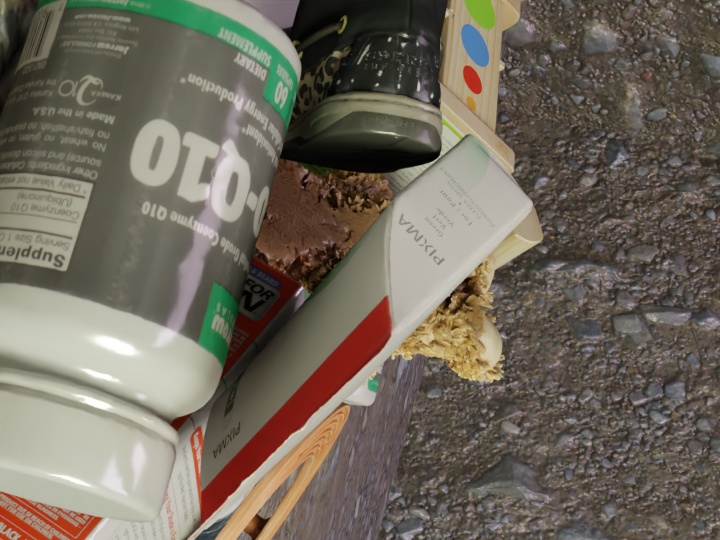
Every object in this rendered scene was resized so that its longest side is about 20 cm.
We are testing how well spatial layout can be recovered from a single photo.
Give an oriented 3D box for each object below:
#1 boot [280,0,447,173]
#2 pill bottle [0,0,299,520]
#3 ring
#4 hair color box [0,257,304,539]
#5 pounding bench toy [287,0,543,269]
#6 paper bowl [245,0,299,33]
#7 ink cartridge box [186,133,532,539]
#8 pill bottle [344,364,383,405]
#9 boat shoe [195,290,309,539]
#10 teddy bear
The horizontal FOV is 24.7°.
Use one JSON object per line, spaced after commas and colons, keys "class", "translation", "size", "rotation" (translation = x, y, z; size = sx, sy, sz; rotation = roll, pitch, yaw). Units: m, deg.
{"class": "boot", "translation": [-0.002, -0.126, 0.774], "size": [0.203, 0.073, 0.154], "rotation": [-173, -89, -73]}
{"class": "pill bottle", "translation": [-0.101, -0.009, 0.661], "size": [0.113, 0.113, 0.201], "rotation": [78, 25, -73]}
{"class": "ring", "translation": [-0.072, 0.150, 0.897], "size": [0.201, 0.019, 0.200], "rotation": [-53, 173, -10]}
{"class": "hair color box", "translation": [-0.107, 0.091, 0.802], "size": [0.200, 0.064, 0.111], "rotation": [-49, 158, -28]}
{"class": "pounding bench toy", "translation": [0.034, -0.109, 1.003], "size": [0.200, 0.124, 0.156], "rotation": [39, 42, -33]}
{"class": "paper bowl", "translation": [-0.045, -0.210, 0.863], "size": [0.201, 0.104, 0.202], "rotation": [14, 90, -82]}
{"class": "ink cartridge box", "translation": [-0.026, 0.041, 0.686], "size": [0.161, 0.050, 0.200], "rotation": [-48, 173, 40]}
{"class": "pill bottle", "translation": [-0.021, 0.003, 1.351], "size": [0.113, 0.113, 0.201], "rotation": [54, 49, -80]}
{"class": "boat shoe", "translation": [-0.073, 0.064, 0.974], "size": [0.091, 0.071, 0.201], "rotation": [105, 5, -64]}
{"class": "teddy bear", "translation": [0.000, 0.000, 0.900], "size": [0.067, 0.199, 0.146], "rotation": [-32, -117, 44]}
